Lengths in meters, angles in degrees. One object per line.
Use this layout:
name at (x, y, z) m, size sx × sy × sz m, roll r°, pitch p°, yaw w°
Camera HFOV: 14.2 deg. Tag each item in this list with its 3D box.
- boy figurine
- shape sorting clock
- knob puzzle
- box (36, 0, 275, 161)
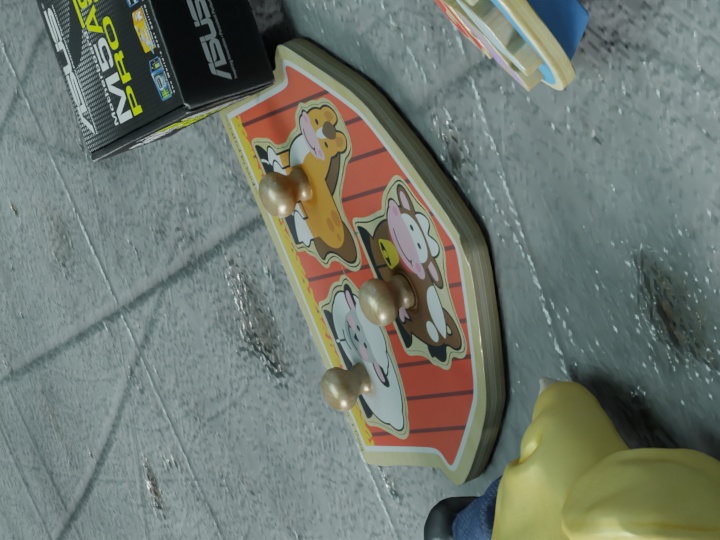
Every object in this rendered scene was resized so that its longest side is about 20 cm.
boy figurine at (0.080, 0.097, 1.062) m, size 0.200 × 0.064 × 0.125 m, roll 142°, pitch 129°, yaw -65°
shape sorting clock at (-0.001, -0.132, 0.955) m, size 0.200 × 0.039 × 0.200 m, roll 44°, pitch -176°, yaw -4°
knob puzzle at (0.000, 0.000, 1.198) m, size 0.220 × 0.030 × 0.220 m, roll 50°, pitch 153°, yaw 37°
box at (-0.111, -0.156, 1.258) m, size 0.160 × 0.044 × 0.200 m, roll -13°, pitch 96°, yaw 69°
